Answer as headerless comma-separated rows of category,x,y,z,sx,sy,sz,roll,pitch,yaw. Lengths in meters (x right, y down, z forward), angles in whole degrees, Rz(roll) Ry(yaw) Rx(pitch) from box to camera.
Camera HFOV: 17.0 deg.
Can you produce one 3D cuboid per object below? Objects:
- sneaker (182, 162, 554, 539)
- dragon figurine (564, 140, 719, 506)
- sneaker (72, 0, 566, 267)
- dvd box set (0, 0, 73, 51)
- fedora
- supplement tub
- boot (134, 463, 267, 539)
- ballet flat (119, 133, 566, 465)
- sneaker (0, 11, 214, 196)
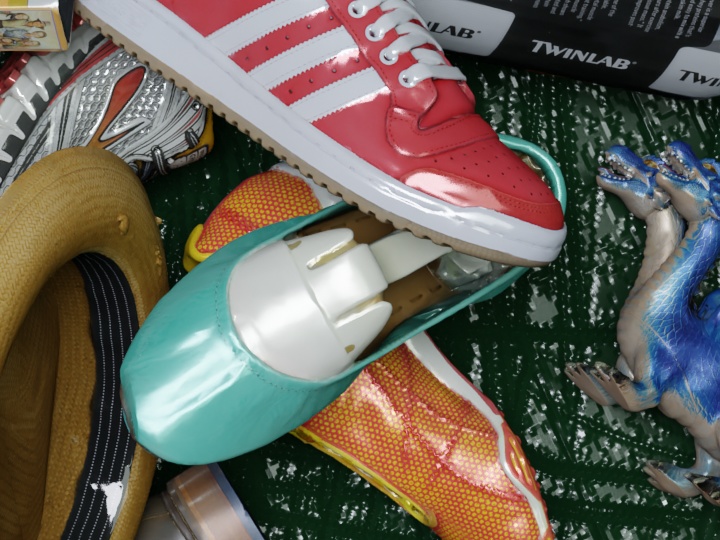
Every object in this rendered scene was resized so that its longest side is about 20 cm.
sneaker,0.005,0.055,0.921,0.077,0.073,0.200,-37,87,-13
dragon figurine,0.151,0.041,0.961,0.099,0.059,0.200,-42,97,-12
sneaker,0.002,-0.091,0.802,0.200,0.071,0.113,33,103,19
dvd box set,-0.194,-0.142,0.834,0.199,0.029,0.147,1,63,3
fedora,-0.131,0.050,0.811,0.081,0.201,0.202,13,84,18
supplement tub,0.086,-0.134,0.916,0.199,0.123,0.123,10,86,-14
boot,-0.046,0.179,0.906,0.097,0.075,0.201,-29,86,-4
ballet flat,0.000,0.000,0.844,0.200,0.070,0.067,-31,85,-38
sneaker,-0.097,-0.054,0.889,0.082,0.078,0.200,38,80,-12
